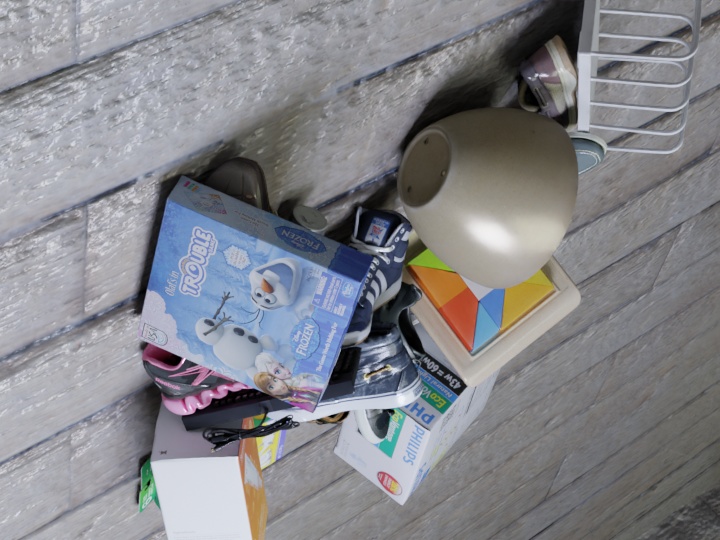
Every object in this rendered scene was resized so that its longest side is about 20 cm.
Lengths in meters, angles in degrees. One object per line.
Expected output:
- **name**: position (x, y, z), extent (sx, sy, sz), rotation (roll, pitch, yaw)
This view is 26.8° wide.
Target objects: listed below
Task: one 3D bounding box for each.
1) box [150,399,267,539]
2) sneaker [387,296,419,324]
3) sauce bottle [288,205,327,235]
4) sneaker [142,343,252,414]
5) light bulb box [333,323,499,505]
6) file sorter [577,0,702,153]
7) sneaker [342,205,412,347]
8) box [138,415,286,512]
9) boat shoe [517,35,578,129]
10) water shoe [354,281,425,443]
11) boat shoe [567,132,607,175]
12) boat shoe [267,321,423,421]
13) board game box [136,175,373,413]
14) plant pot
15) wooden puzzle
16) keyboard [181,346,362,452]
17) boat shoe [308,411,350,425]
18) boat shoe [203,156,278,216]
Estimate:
- **box**: position (-0.165, 0.242, 1.687), extent (0.097, 0.125, 0.201), rotation (-3, 126, 4)
- **sneaker**: position (0.100, 0.000, 1.881), extent (0.200, 0.078, 0.099), rotation (-36, 170, -13)
- **sauce bottle**: position (-0.093, 0.018, 1.619), extent (0.066, 0.066, 0.201), rotation (-16, 142, -45)
- **sneaker**: position (-0.140, 0.078, 1.575), extent (0.199, 0.079, 0.096), rotation (-25, 124, 15)
- **light bulb box**: position (0.080, 0.159, 1.960), extent (0.200, 0.125, 0.199), rotation (-44, 161, -34)
- **file sorter**: position (0.306, -0.234, 1.671), extent (0.200, 0.124, 0.140), rotation (76, 22, -62)
- **sneaker**: position (0.000, 0.000, 1.657), extent (0.200, 0.070, 0.109), rotation (-47, 153, -58)
- **box**: position (-0.180, 0.229, 1.839), extent (0.199, 0.048, 0.118), rotation (-27, 150, -28)
- **boat shoe**: position (0.209, -0.205, 1.717), extent (0.064, 0.072, 0.200), rotation (-19, 166, 3)
- **water shoe**: position (0.036, 0.111, 1.784), extent (0.071, 0.078, 0.201), rotation (-39, 130, -68)
- **boat shoe**: position (0.193, -0.101, 1.739), extent (0.199, 0.062, 0.073), rotation (-17, 142, 31)
- **boat shoe**: position (-0.031, 0.110, 1.706), extent (0.199, 0.091, 0.071), rotation (-10, -158, 24)
- **board game box**: position (-0.107, 0.028, 1.464), extent (0.043, 0.198, 0.201), rotation (-63, 174, -46)
- **plant pot**: position (0.119, -0.092, 1.640), extent (0.134, 0.201, 0.201), rotation (16, 120, -35)
- **wooden puzzle**: position (0.146, 0.010, 1.817), extent (0.185, 0.200, 0.037), rotation (-37, -178, -14)
- **keyboard**: position (-0.098, 0.135, 1.588), extent (0.199, 0.127, 0.021), rotation (-15, 121, 18)
- **boat shoe**: position (-0.048, 0.158, 1.853), extent (0.072, 0.068, 0.200), rotation (-11, 157, -11)
- **boat shoe**: position (-0.121, -0.040, 1.499), extent (0.073, 0.074, 0.201), rotation (-55, 164, -43)
